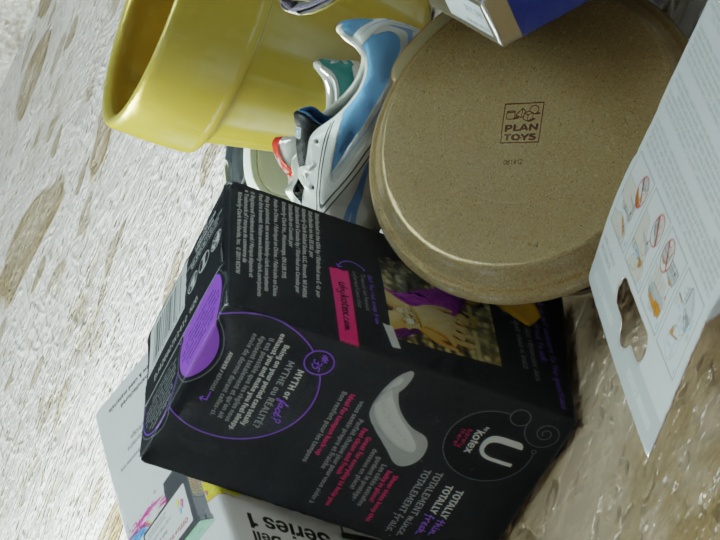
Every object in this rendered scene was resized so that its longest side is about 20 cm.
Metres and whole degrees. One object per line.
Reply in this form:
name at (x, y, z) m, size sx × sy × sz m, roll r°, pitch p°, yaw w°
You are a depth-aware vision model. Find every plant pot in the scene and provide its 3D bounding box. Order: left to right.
plant pot at (-0.061, -0.165, 1.894) m, size 0.201 × 0.188 × 0.202 m, roll -160°, pitch 90°, yaw -74°

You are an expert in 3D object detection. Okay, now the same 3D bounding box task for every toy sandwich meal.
toy sandwich meal at (0.092, -0.065, 1.397) m, size 0.204 × 0.070 × 0.206 m, roll -11°, pitch 62°, yaw 21°

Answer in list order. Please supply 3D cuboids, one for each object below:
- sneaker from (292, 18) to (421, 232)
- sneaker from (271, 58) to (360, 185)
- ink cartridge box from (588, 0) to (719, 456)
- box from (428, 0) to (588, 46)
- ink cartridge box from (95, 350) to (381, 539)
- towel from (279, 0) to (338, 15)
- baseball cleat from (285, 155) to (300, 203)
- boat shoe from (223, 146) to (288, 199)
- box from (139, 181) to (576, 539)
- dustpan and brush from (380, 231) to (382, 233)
sneaker at (-0.014, -0.048, 1.529) m, size 0.072 × 0.072 × 0.201 m, roll -86°, pitch 16°, yaw -80°
sneaker at (-0.026, -0.048, 1.813) m, size 0.070 × 0.093 × 0.201 m, roll -163°, pitch 93°, yaw -74°
ink cartridge box at (0.165, -0.037, 1.155) m, size 0.160 × 0.047 × 0.201 m, roll -100°, pitch 29°, yaw -61°
box at (0.134, -0.183, 1.380) m, size 0.199 × 0.032 × 0.121 m, roll -30°, pitch 21°, yaw -6°
ink cartridge box at (-0.049, 0.145, 1.470) m, size 0.084 × 0.144 × 0.200 m, roll -48°, pitch 41°, yaw 27°
towel at (0.056, -0.191, 1.421) m, size 0.143 × 0.023 × 0.200 m, roll -25°, pitch 6°, yaw 43°
baseball cleat at (0.000, 0.000, 1.716) m, size 0.106 × 0.070 × 0.201 m, roll -12°, pitch 77°, yaw 34°
boat shoe at (-0.073, -0.125, 2.097) m, size 0.060 × 0.075 × 0.201 m, roll -42°, pitch 32°, yaw 49°
box at (-0.002, 0.056, 1.413) m, size 0.106 × 0.199 × 0.122 m, roll -91°, pitch 26°, yaw -51°
dustpan and brush at (0.050, -0.086, 1.593) m, size 0.140 × 0.057 × 0.200 m, roll -56°, pitch 10°, yaw -15°
